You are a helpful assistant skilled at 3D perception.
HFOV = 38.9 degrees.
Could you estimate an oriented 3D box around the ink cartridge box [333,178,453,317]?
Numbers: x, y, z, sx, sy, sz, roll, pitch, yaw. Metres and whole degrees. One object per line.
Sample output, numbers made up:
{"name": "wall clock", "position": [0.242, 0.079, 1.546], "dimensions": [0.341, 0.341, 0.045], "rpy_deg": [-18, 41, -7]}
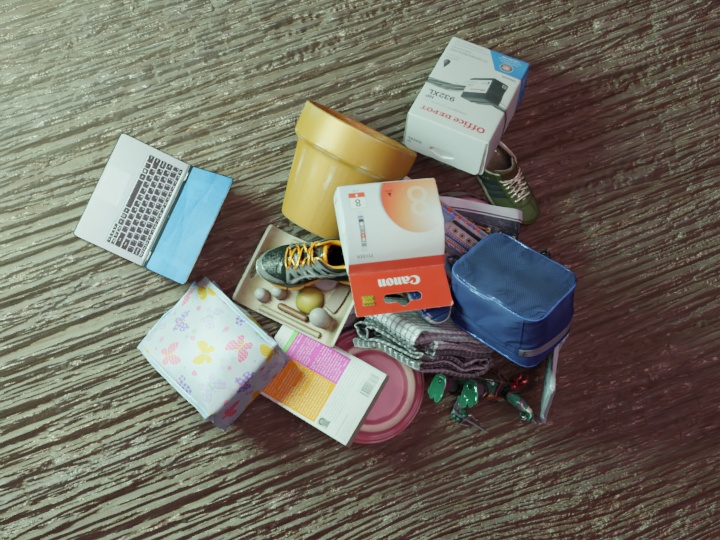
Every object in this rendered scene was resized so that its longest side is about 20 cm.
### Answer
{"name": "ink cartridge box", "position": [0.053, -0.039, 1.558], "dimensions": [0.161, 0.050, 0.201], "rpy_deg": [-6, 69, -14]}

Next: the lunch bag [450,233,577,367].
{"name": "lunch bag", "position": [0.229, 0.048, 1.595], "dimensions": [0.200, 0.133, 0.136], "rpy_deg": [34, 56, 31]}

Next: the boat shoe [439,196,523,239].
{"name": "boat shoe", "position": [0.171, -0.068, 1.684], "dimensions": [0.199, 0.071, 0.091], "rpy_deg": [8, 87, -11]}

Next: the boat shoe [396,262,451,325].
{"name": "boat shoe", "position": [0.079, 0.003, 1.617], "dimensions": [0.072, 0.072, 0.201], "rpy_deg": [-19, 72, -23]}

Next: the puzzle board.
{"name": "puzzle board", "position": [0.110, -0.041, 1.668], "dimensions": [0.200, 0.017, 0.151], "rpy_deg": [35, 117, -9]}

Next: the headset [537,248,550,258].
{"name": "headset", "position": [0.286, 0.055, 1.730], "dimensions": [0.094, 0.124, 0.201], "rpy_deg": [-24, 131, -14]}

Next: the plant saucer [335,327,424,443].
{"name": "plant saucer", "position": [0.016, 0.197, 1.739], "dimensions": [0.199, 0.051, 0.202], "rpy_deg": [0, 90, -11]}

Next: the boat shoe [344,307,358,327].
{"name": "boat shoe", "position": [0.000, 0.000, 1.728], "dimensions": [0.073, 0.067, 0.201], "rpy_deg": [21, 86, -9]}

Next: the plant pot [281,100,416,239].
{"name": "plant pot", "position": [-0.036, -0.152, 1.671], "dimensions": [0.199, 0.200, 0.184], "rpy_deg": [25, 100, -9]}

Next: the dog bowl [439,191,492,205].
{"name": "dog bowl", "position": [0.174, -0.040, 1.758], "dimensions": [0.199, 0.074, 0.201], "rpy_deg": [0, 90, -11]}

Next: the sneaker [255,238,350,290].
{"name": "sneaker", "position": [-0.073, -0.019, 1.631], "dimensions": [0.199, 0.077, 0.079], "rpy_deg": [-4, 68, 10]}

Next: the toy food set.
{"name": "toy food set", "position": [-0.097, 0.024, 1.683], "dimensions": [0.199, 0.060, 0.144], "rpy_deg": [25, 84, 18]}

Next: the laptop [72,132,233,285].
{"name": "laptop", "position": [-0.336, -0.102, 1.642], "dimensions": [0.199, 0.116, 0.188], "rpy_deg": [25, 85, -9]}

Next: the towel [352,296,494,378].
{"name": "towel", "position": [0.103, 0.112, 1.659], "dimensions": [0.199, 0.165, 0.086], "rpy_deg": [5, 106, -44]}

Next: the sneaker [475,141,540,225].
{"name": "sneaker", "position": [0.248, -0.160, 1.764], "dimensions": [0.067, 0.090, 0.200], "rpy_deg": [-40, 97, -9]}

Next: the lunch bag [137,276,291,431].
{"name": "lunch bag", "position": [-0.240, 0.129, 1.653], "dimensions": [0.200, 0.127, 0.170], "rpy_deg": [40, 81, 19]}

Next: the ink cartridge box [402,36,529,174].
{"name": "ink cartridge box", "position": [0.177, -0.276, 1.696], "dimensions": [0.144, 0.084, 0.200], "rpy_deg": [23, 58, 11]}

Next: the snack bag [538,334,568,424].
{"name": "snack bag", "position": [0.326, 0.138, 1.702], "dimensions": [0.021, 0.189, 0.201], "rpy_deg": [8, 66, 7]}

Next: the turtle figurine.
{"name": "turtle figurine", "position": [0.213, 0.216, 1.744], "dimensions": [0.200, 0.149, 0.101], "rpy_deg": [19, 62, -48]}

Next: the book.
{"name": "book", "position": [-0.071, 0.183, 1.682], "dimensions": [0.199, 0.048, 0.134], "rpy_deg": [29, 81, 18]}
